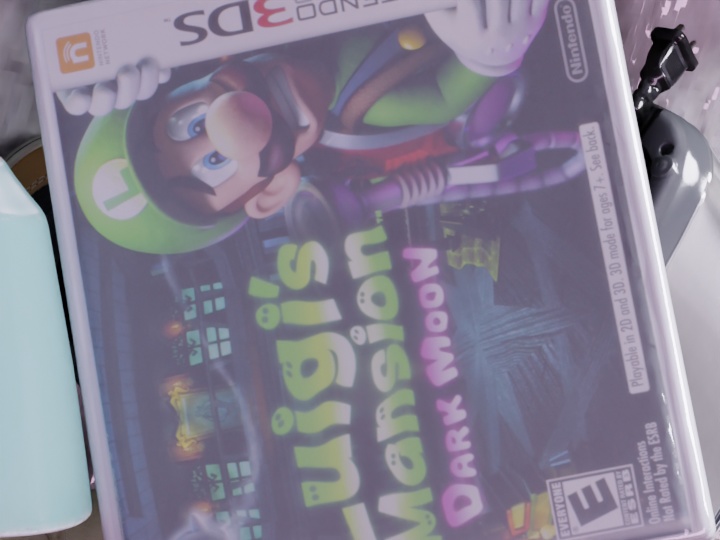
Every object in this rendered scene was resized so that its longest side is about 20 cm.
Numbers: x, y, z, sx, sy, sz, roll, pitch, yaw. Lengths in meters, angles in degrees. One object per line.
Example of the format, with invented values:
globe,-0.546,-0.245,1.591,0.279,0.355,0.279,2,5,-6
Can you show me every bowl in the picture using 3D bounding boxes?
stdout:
bowl,-0.171,0.008,0.855,0.200,0.201,0.105,8,95,-21

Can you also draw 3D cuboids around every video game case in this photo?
video game case,0.000,0.000,0.869,0.182,0.023,0.200,-11,80,8

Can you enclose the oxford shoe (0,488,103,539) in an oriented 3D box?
oxford shoe,-0.158,0.091,0.941,0.200,0.071,0.074,-9,114,0

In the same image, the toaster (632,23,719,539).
toaster,0.070,0.028,0.954,0.200,0.114,0.129,-56,135,-11

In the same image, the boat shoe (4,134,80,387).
boat shoe,-0.057,0.039,0.966,0.075,0.062,0.200,-34,123,0
